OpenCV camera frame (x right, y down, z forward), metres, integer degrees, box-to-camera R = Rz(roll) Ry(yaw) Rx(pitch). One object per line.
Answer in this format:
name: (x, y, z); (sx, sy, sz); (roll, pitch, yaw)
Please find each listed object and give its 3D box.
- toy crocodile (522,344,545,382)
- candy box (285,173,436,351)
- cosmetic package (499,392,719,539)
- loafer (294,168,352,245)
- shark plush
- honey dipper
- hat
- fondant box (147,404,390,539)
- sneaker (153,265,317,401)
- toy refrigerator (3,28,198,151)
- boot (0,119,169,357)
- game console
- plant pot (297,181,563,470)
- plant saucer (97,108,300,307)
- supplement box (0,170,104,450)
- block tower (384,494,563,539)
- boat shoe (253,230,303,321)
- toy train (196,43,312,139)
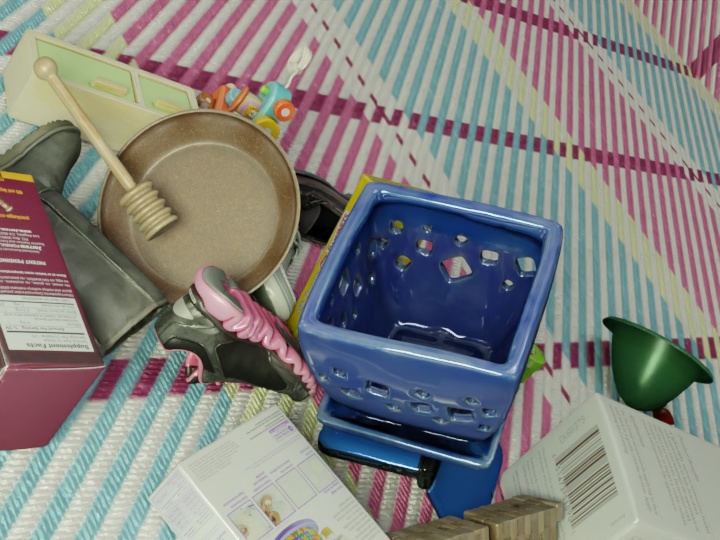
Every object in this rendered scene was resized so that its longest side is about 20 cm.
toy crocodile: (0.154, 0.109, 1.308); (0.199, 0.068, 0.062); (4, 42, -48)
candy box: (0.000, 0.000, 1.145); (0.102, 0.201, 0.026); (11, 26, -40)
cosmetic package: (0.282, 0.263, 1.162); (0.199, 0.165, 0.165); (25, 35, -25)
loafer: (-0.052, -0.064, 1.293); (0.199, 0.072, 0.063); (17, 43, -40)
shark plush: (-0.135, -0.011, 1.140); (0.200, 0.091, 0.083); (44, 0, 15)
honey dipper: (-0.246, -0.118, 1.054); (0.200, 0.038, 0.038); (54, 32, 1)
hat: (0.366, 0.179, 1.505); (0.165, 0.177, 0.200); (33, -6, -10)
fondant box: (-0.061, 0.225, 0.933); (0.200, 0.058, 0.144); (48, 31, 11)
sneaker: (-0.118, 0.077, 1.041); (0.200, 0.095, 0.079); (46, 5, -45)
toy refrigerator: (-0.271, -0.183, 1.192); (0.199, 0.070, 0.076); (17, 39, -36)
boot: (-0.254, -0.034, 1.027); (0.200, 0.073, 0.182); (36, 43, 2)
game console: (0.059, 0.185, 1.154); (0.170, 0.119, 0.200); (12, 29, 12)
plant pot: (0.066, 0.061, 1.040); (0.199, 0.180, 0.200); (14, 47, 12)
plant saucer: (-0.155, -0.057, 1.089); (0.201, 0.200, 0.037); (49, -4, 13)
supplement box: (-0.288, 0.028, 0.871); (0.085, 0.110, 0.201); (4, 47, -46)
block tower: (0.109, 0.259, 1.044); (0.199, 0.054, 0.058); (-5, 96, -41)
boat shoe: (-0.098, -0.039, 1.167); (0.071, 0.070, 0.201); (-19, 60, -13)
toy train: (-0.141, -0.185, 1.248); (0.055, 0.200, 0.151); (29, 57, -30)
